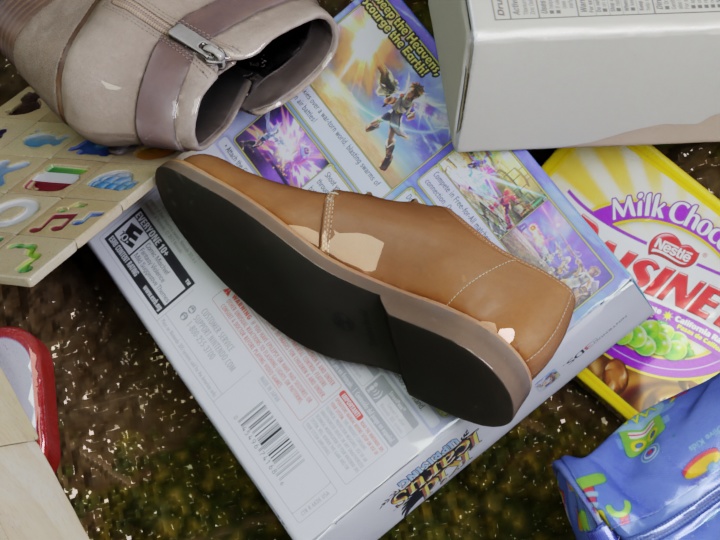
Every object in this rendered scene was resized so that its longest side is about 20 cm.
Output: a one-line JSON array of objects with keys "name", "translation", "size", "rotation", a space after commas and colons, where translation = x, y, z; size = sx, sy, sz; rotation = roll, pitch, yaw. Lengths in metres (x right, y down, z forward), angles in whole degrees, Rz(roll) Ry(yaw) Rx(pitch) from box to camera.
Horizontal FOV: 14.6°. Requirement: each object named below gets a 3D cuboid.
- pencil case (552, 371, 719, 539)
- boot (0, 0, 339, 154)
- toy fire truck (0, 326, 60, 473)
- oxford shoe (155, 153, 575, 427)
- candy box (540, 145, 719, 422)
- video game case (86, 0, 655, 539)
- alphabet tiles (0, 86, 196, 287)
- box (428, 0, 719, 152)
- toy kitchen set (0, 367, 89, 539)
[{"name": "pencil case", "translation": [0.174, 0.061, 1.144], "size": [0.200, 0.087, 0.078], "rotation": [-34, 87, 4]}, {"name": "boot", "translation": [-0.069, -0.129, 1.274], "size": [0.146, 0.070, 0.200], "rotation": [24, 61, 34]}, {"name": "toy fire truck", "translation": [-0.228, 0.100, 1.241], "size": [0.199, 0.112, 0.169], "rotation": [-8, 78, 11]}, {"name": "oxford shoe", "translation": [0.001, -0.005, 1.184], "size": [0.199, 0.071, 0.071], "rotation": [27, 60, 25]}, {"name": "candy box", "translation": [0.144, 0.024, 1.223], "size": [0.200, 0.026, 0.102], "rotation": [40, 84, 22]}, {"name": "video game case", "translation": [0.000, 0.000, 1.236], "size": [0.181, 0.045, 0.200], "rotation": [-40, 60, 4]}, {"name": "alphabet tiles", "translation": [-0.169, -0.033, 1.247], "size": [0.166, 0.006, 0.200], "rotation": [5, 32, 34]}, {"name": "box", "translation": [0.134, -0.112, 1.205], "size": [0.199, 0.078, 0.095], "rotation": [-2, 53, -6]}, {"name": "toy kitchen set", "translation": [-0.117, 0.149, 1.179], "size": [0.163, 0.180, 0.200], "rotation": [-49, 62, 36]}]
